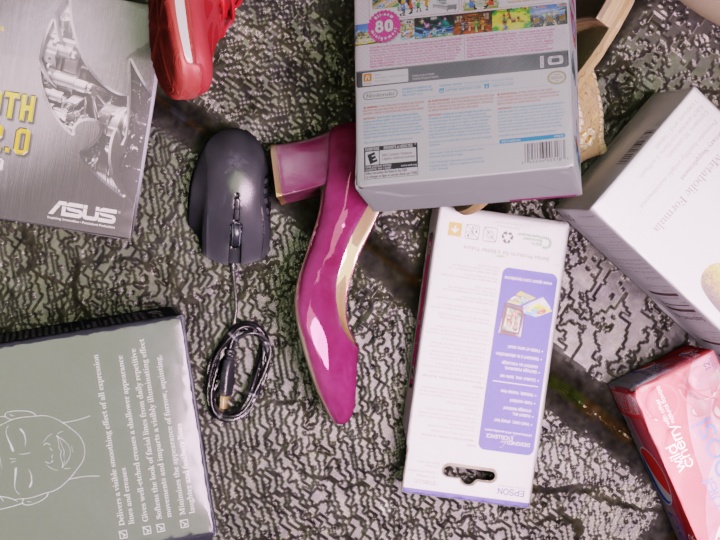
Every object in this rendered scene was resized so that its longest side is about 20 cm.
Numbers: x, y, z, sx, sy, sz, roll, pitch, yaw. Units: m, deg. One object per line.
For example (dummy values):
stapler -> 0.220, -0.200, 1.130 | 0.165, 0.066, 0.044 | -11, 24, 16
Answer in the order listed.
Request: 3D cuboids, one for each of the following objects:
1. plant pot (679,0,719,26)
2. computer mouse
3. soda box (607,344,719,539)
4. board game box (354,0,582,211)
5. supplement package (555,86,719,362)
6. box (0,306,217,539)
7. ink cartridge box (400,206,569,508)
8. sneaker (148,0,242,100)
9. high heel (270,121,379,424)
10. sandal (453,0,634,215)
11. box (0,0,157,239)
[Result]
plant pot -> 0.301, -0.229, 1.523 | 0.200, 0.200, 0.134 | -47, 120, -4
computer mouse -> -0.087, 0.004, 1.539 | 0.058, 0.034, 0.202 | -2, 92, -9
soda box -> 0.249, 0.156, 1.576 | 0.070, 0.063, 0.201 | -25, 95, -6
board game box -> 0.071, -0.148, 1.491 | 0.146, 0.064, 0.202 | -4, 74, 13
supplement package -> 0.251, -0.017, 1.547 | 0.200, 0.110, 0.114 | 42, 86, -7
box -> -0.205, 0.114, 1.488 | 0.198, 0.107, 0.150 | -9, 93, -8
ink cartridge box -> 0.084, 0.059, 1.564 | 0.094, 0.037, 0.202 | 8, 88, -9
sneaker -> -0.080, -0.199, 1.481 | 0.114, 0.079, 0.202 | 2, 60, -13
high heel -> 0.000, 0.000, 1.535 | 0.095, 0.067, 0.202 | -10, 80, 3
sandal -> 0.150, -0.110, 1.550 | 0.069, 0.078, 0.213 | 35, 78, -21
box -> -0.239, -0.114, 1.507 | 0.198, 0.048, 0.160 | 10, 91, -8
